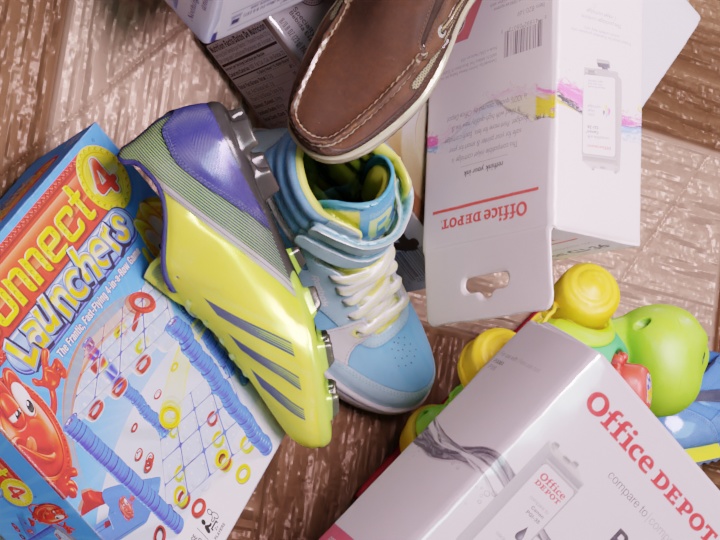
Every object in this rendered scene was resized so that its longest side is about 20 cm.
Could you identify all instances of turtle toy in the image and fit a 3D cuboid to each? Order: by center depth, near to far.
[{"bbox_3d":[0.122,0.072,1.078,0.200,0.146,0.101,-33,77,-30],"label":"turtle toy"}]

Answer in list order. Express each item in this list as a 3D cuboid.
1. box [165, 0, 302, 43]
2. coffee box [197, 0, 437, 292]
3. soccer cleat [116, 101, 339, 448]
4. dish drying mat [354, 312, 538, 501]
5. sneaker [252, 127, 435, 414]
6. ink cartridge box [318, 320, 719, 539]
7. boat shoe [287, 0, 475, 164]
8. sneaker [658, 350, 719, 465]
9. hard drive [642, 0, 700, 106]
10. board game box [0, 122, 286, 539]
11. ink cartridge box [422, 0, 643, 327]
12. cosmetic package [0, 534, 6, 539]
[{"bbox_3d":[-0.063,-0.253,1.006,0.184,0.105,0.200,-29,68,-30],"label":"box"},{"bbox_3d":[0.016,-0.100,1.098,0.114,0.080,0.200,-46,108,-29],"label":"coffee box"},{"bbox_3d":[-0.069,0.008,0.982,0.083,0.065,0.201,-20,106,-2],"label":"soccer cleat"},{"bbox_3d":[0.081,0.105,1.152,0.200,0.018,0.077,-42,105,-27],"label":"dish drying mat"},{"bbox_3d":[0.000,0.000,1.049,0.080,0.130,0.200,-46,108,-28],"label":"sneaker"},{"bbox_3d":[0.081,0.147,0.955,0.200,0.083,0.147,-45,111,-7],"label":"ink cartridge box"},{"bbox_3d":[0.024,-0.150,0.971,0.075,0.075,0.203,33,86,17],"label":"boat shoe"},{"bbox_3d":[0.257,0.082,1.233,0.199,0.066,0.079,-8,85,-31],"label":"sneaker"},{"bbox_3d":[0.122,-0.175,1.170,0.200,0.027,0.132,41,78,-31],"label":"hard drive"},{"bbox_3d":[-0.135,0.056,0.961,0.196,0.056,0.200,50,38,-17],"label":"board game box"},{"bbox_3d":[0.096,-0.068,1.027,0.067,0.116,0.201,10,78,-33],"label":"ink cartridge box"},{"bbox_3d":[-0.200,0.172,0.945,0.200,0.074,0.102,43,64,-22],"label":"cosmetic package"}]
